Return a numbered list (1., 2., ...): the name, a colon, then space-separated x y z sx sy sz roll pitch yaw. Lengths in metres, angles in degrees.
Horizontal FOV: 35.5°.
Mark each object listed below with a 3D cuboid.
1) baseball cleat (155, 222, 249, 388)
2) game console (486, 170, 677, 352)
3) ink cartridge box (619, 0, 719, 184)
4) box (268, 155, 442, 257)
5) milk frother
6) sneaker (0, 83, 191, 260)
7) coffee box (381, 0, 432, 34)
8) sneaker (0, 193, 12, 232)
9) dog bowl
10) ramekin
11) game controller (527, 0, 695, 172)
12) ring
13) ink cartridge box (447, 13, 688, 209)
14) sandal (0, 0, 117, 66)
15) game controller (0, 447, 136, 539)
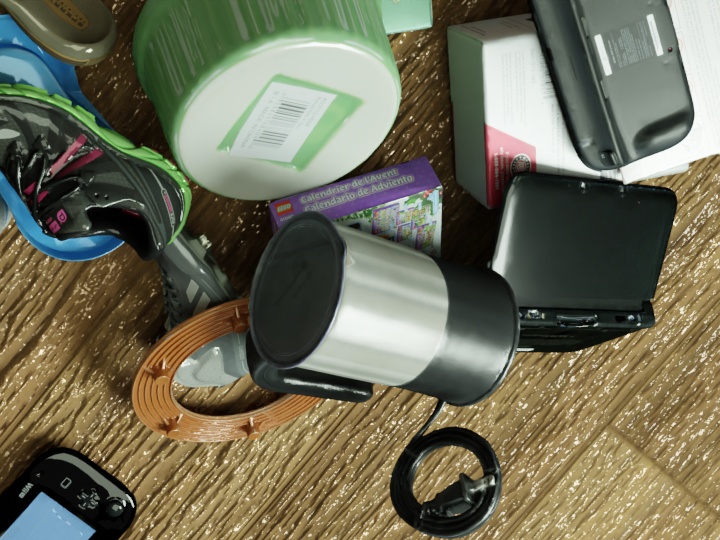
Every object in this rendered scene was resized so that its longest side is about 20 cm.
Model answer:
1. baseball cleat: -0.145 0.034 0.944 0.106 0.070 0.201 -34 129 -1
2. game console: 0.168 0.001 1.019 0.198 0.175 0.118 3 72 -31
3. ink cartridge box: 0.276 -0.191 0.929 0.174 0.045 0.202 -15 115 14
4. box: 0.000 0.000 0.960 0.135 0.039 0.201 -18 144 -11
5. milk frother: 0.019 0.084 0.859 0.187 0.201 0.181 15 122 -37
6. sneaker: -0.215 -0.068 0.807 0.198 0.085 0.077 23 148 -21
7. coffee box: -0.042 -0.243 0.897 0.198 0.044 0.124 -13 115 -12
8. sneaker: -0.359 -0.066 0.843 0.198 0.087 0.076 18 106 -22
9. dog bowl: -0.249 -0.102 0.873 0.111 0.049 0.201 -39 117 -15
10. ramekin: -0.065 -0.143 0.847 0.198 0.098 0.201 -14 148 -9
11. game controller: 0.201 -0.179 0.903 0.103 0.042 0.202 -23 114 1
12. ring: -0.099 0.093 0.973 0.198 0.019 0.201 -15 143 -12
13. ink cartridge box: 0.184 -0.150 0.983 0.198 0.083 0.147 -11 113 -14
14. sandal: -0.255 -0.227 0.803 0.199 0.054 0.081 37 57 -14
15. game controller: -0.295 0.250 1.006 0.104 0.042 0.200 40 95 -27
